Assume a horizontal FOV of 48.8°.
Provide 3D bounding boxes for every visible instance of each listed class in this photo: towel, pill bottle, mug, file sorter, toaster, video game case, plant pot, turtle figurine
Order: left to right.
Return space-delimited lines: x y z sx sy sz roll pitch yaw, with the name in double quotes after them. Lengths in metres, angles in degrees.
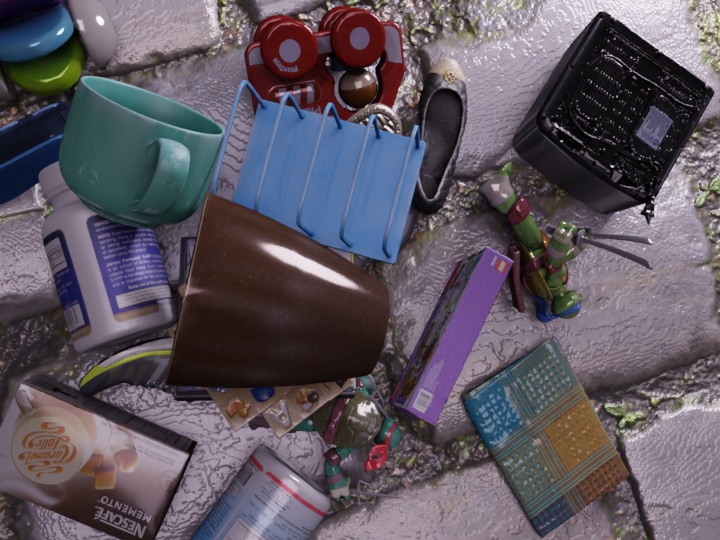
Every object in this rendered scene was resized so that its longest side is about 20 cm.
-0.287 -0.021 0.890 0.118 0.120 0.203 -17 87 -9 "pill bottle"
-0.226 -0.109 0.788 0.150 0.185 0.116 23 105 -1 "mug"
-0.130 0.307 0.884 0.108 0.109 0.201 38 81 -3 "pill bottle"
-0.104 0.051 0.884 0.196 0.026 0.184 -1 73 -2 "video game case"
-0.077 0.038 0.789 0.197 0.187 0.190 12 83 -12 "plant pot"
-0.042 -0.103 0.842 0.197 0.123 0.141 15 88 5 "file sorter"
-0.022 0.171 0.912 0.197 0.101 0.151 22 56 10 "turtle figurine"
0.230 0.206 0.989 0.145 0.022 0.202 -30 91 -9 "towel"
0.242 -0.055 0.958 0.195 0.200 0.143 52 46 4 "turtle figurine"
0.308 -0.181 0.988 0.179 0.119 0.202 33 81 -3 "toaster"

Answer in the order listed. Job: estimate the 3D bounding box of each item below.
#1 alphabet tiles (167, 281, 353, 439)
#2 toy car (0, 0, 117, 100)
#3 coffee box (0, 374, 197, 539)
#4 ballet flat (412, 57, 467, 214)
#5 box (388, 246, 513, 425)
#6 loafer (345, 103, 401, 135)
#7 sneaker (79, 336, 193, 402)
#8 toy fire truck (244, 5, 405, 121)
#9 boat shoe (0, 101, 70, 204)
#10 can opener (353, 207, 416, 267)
-0.105 0.070 0.862 0.165 0.006 0.201 -35 77 -11 "alphabet tiles"
-0.382 -0.301 0.889 0.173 0.150 0.203 -21 87 -10 "toy car"
-0.297 0.211 0.883 0.198 0.080 0.116 25 85 -5 "coffee box"
0.102 -0.169 0.989 0.065 0.057 0.204 9 83 -8 "ballet flat"
0.102 0.077 0.925 0.039 0.137 0.202 28 82 -3 "box"
-0.031 -0.117 0.948 0.076 0.068 0.200 41 90 -20 "loafer"
-0.221 0.117 0.911 0.197 0.074 0.082 -15 90 -7 "sneaker"
-0.043 -0.224 0.962 0.197 0.112 0.171 -11 112 -10 "toy fire truck"
-0.402 -0.127 0.904 0.197 0.084 0.069 -20 65 -1 "boat shoe"
0.000 0.000 0.961 0.066 0.053 0.202 31 82 -3 "can opener"
